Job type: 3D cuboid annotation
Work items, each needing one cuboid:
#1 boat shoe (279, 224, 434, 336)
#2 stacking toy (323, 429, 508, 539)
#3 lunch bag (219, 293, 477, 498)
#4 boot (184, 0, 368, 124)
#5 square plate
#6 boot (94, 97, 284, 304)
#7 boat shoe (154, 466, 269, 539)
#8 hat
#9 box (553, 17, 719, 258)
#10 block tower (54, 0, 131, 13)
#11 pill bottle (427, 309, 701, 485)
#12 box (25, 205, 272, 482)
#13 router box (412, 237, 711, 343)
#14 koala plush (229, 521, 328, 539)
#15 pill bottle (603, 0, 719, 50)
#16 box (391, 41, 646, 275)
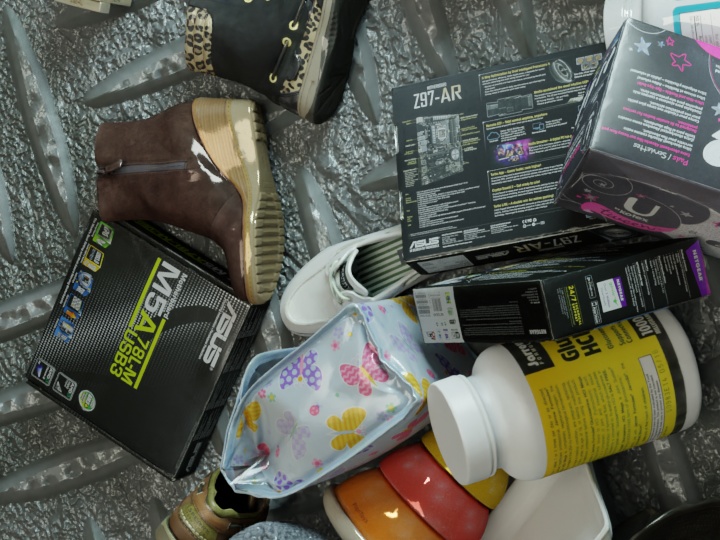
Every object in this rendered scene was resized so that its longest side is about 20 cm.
[{"bbox_3d":[0.000,0.000,1.516,0.200,0.067,0.074,-31,81,24],"label":"boat shoe"},{"bbox_3d":[0.080,0.183,1.477,0.200,0.146,0.146,-44,75,5],"label":"stacking toy"},{"bbox_3d":[-0.019,0.111,1.477,0.200,0.170,0.127,-40,77,23],"label":"lunch bag"},{"bbox_3d":[-0.072,-0.245,1.530,0.150,0.073,0.200,19,108,23],"label":"boot"},{"bbox_3d":[0.141,0.236,1.415,0.028,0.200,0.198,30,109,-12],"label":"square plate"},{"bbox_3d":[-0.160,-0.057,1.581,0.166,0.072,0.200,-10,79,19],"label":"boot"},{"bbox_3d":[-0.111,0.207,1.517,0.072,0.200,0.068,43,106,2],"label":"boat shoe"},{"bbox_3d":[0.235,0.252,1.398,0.201,0.200,0.081,-61,33,17],"label":"hat"},{"bbox_3d":[0.264,-0.086,1.296,0.200,0.132,0.115,19,72,0],"label":"box"},{"bbox_3d":[-0.235,-0.344,1.607,0.054,0.058,0.200,16,99,24],"label":"block tower"},{"bbox_3d":[0.161,0.101,1.368,0.200,0.112,0.113,-17,86,-13],"label":"pill bottle"},{"bbox_3d":[-0.205,0.067,1.631,0.193,0.047,0.200,32,107,22],"label":"box"},{"bbox_3d":[0.154,0.017,1.348,0.200,0.149,0.051,-5,98,64],"label":"router box"},{"bbox_3d":[-0.035,0.290,1.375,0.200,0.177,0.184,-9,48,54],"label":"koala plush"},{"bbox_3d":[0.295,-0.197,1.334,0.200,0.111,0.111,-3,93,26],"label":"pill bottle"},{"bbox_3d":[0.129,-0.092,1.419,0.200,0.044,0.161,-11,70,19],"label":"box"}]
